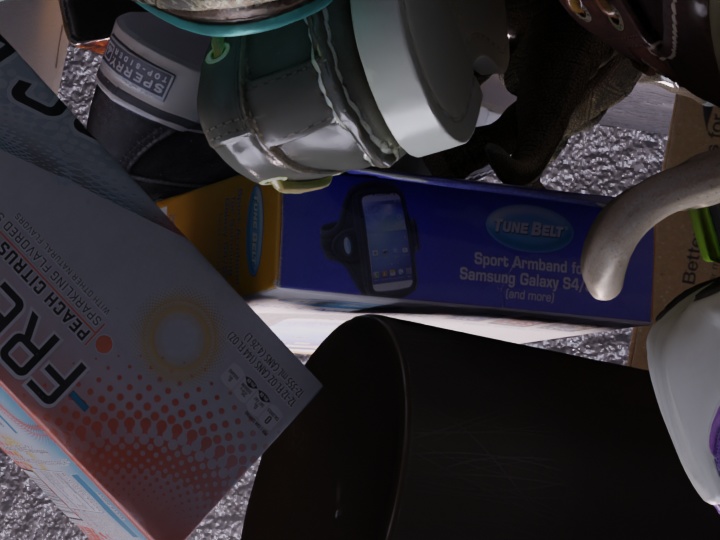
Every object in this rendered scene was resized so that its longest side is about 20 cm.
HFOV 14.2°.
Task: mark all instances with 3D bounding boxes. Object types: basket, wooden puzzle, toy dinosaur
[{"bbox_3d":[0.076,0.092,0.832,0.199,0.137,0.180,17,150,-22],"label":"basket"},{"bbox_3d":[0.146,-0.034,0.688,0.199,0.037,0.185,-22,179,4],"label":"wooden puzzle"},{"bbox_3d":[0.063,-0.071,0.898,0.077,0.102,0.200,49,-163,12],"label":"toy dinosaur"}]

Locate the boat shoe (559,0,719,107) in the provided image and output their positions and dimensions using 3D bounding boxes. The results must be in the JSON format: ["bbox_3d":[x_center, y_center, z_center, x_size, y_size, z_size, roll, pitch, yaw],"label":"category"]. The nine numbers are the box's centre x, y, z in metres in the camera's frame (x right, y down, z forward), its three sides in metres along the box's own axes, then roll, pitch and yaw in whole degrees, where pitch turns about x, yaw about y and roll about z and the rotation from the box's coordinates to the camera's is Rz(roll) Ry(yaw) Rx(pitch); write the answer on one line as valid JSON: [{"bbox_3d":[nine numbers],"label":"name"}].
[{"bbox_3d":[0.078,-0.081,0.752,0.071,0.073,0.200,8,-172,5],"label":"boat shoe"}]

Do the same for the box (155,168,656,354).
[{"bbox_3d":[0.000,0.000,0.864,0.118,0.042,0.200,5,175,-23],"label":"box"}]

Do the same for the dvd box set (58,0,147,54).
[{"bbox_3d":[-0.016,-0.101,1.067,0.145,0.030,0.200,-10,178,9],"label":"dvd box set"}]

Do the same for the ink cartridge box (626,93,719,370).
[{"bbox_3d":[0.184,-0.001,0.986,0.164,0.201,0.075,11,-179,28],"label":"ink cartridge box"}]

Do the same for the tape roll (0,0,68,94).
[{"bbox_3d":[-0.203,-0.098,1.011,0.201,0.140,0.203,10,-179,0],"label":"tape roll"}]

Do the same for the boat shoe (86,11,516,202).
[{"bbox_3d":[-0.012,-0.042,0.971,0.199,0.068,0.072,-2,-150,-48],"label":"boat shoe"}]

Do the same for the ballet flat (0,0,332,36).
[{"bbox_3d":[-0.065,-0.103,0.729,0.068,0.076,0.200,-24,-163,-24],"label":"ballet flat"}]

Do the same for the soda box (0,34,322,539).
[{"bbox_3d":[-0.105,-0.014,0.780,0.200,0.068,0.064,48,161,-16],"label":"soda box"}]

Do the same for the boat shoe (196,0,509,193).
[{"bbox_3d":[0.001,-0.071,0.782,0.060,0.072,0.202,-18,-166,13],"label":"boat shoe"}]

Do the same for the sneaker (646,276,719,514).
[{"bbox_3d":[0.164,0.020,0.723,0.199,0.084,0.081,-18,180,-19],"label":"sneaker"}]
